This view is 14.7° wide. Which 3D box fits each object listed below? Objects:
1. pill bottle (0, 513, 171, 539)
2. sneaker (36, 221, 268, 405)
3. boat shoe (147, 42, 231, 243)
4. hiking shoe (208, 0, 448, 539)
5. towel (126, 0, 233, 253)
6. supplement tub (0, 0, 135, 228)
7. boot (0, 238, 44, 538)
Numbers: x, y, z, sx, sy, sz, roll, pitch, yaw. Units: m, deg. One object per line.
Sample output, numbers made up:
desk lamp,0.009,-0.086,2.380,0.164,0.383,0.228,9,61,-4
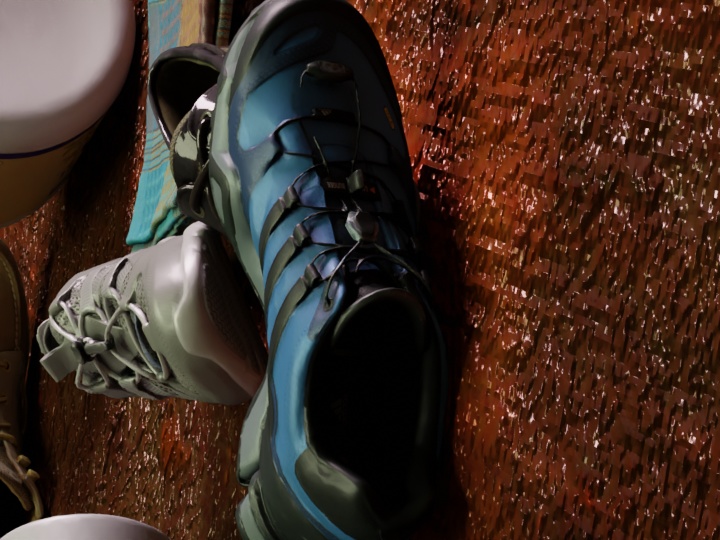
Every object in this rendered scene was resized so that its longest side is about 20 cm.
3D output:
pill bottle,-0.110,0.204,1.113,0.109,0.109,0.200,118,154,-51
sneaker,-0.087,0.030,1.126,0.200,0.082,0.075,169,79,-79
boat shoe,-0.041,-0.040,1.057,0.200,0.065,0.072,-118,38,-64
hiking shoe,0.000,0.000,0.915,0.087,0.074,0.200,158,108,-63
towel,-0.080,-0.086,1.249,0.200,0.022,0.147,148,127,-78
supplement tub,-0.212,-0.104,1.527,0.200,0.145,0.146,135,140,-65
boot,-0.220,0.085,1.602,0.155,0.073,0.200,-142,58,-72
